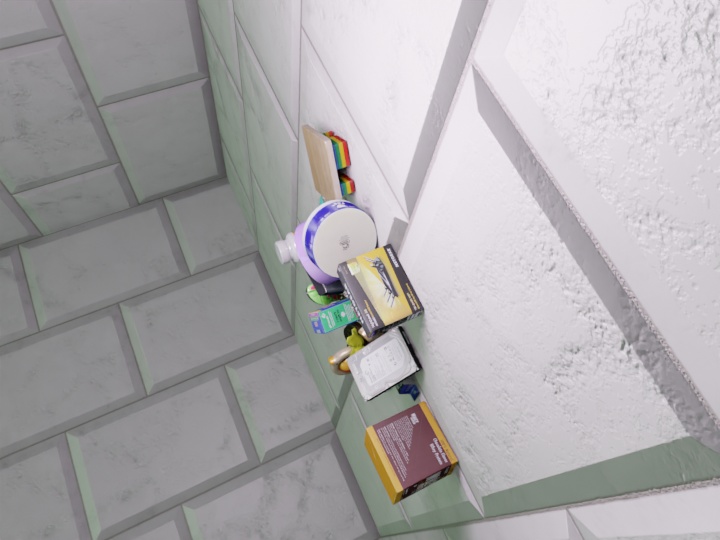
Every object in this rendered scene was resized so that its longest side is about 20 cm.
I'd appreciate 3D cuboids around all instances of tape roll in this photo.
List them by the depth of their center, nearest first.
[{"bbox_3d":[-0.112,-0.063,1.714,0.200,0.065,0.203,44,-147,-39],"label":"tape roll"}]

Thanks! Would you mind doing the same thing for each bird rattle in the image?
[{"bbox_3d":[-0.021,0.276,1.815,0.201,0.161,0.114,65,180,-62],"label":"bird rattle"}]

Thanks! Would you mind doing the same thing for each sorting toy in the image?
[{"bbox_3d":[-0.087,-0.306,1.635,0.199,0.069,0.203,-134,28,-55],"label":"sorting toy"}]

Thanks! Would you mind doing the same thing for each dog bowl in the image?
[{"bbox_3d":[-0.056,-0.087,1.566,0.079,0.197,0.203,39,146,55],"label":"dog bowl"}]

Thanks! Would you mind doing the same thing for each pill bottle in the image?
[{"bbox_3d":[-0.199,-0.094,2.020,0.112,0.197,0.112,57,160,35],"label":"pill bottle"}]

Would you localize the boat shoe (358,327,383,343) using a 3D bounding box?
[{"bbox_3d":[0.047,0.190,1.792,0.074,0.069,0.200,41,180,10],"label":"boat shoe"}]

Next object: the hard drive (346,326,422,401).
[{"bbox_3d":[0.065,0.270,1.643,0.038,0.199,0.141,10,-131,-60],"label":"hard drive"}]

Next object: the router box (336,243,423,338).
[{"bbox_3d":[0.048,0.050,1.466,0.202,0.155,0.052,63,163,19],"label":"router box"}]

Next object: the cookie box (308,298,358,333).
[{"bbox_3d":[-0.054,0.133,1.820,0.076,0.197,0.171,69,164,-1],"label":"cookie box"}]

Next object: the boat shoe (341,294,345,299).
[{"bbox_3d":[-0.043,0.088,1.958,0.072,0.071,0.203,145,105,-73],"label":"boat shoe"}]

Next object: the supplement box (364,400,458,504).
[{"bbox_3d":[0.142,0.528,1.656,0.199,0.197,0.134,59,161,30],"label":"supplement box"}]

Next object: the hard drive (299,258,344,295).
[{"bbox_3d":[-0.110,0.012,1.806,0.141,0.033,0.199,60,-163,11],"label":"hard drive"}]

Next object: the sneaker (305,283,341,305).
[{"bbox_3d":[-0.129,0.079,1.850,0.199,0.082,0.078,13,-111,-68],"label":"sneaker"}]

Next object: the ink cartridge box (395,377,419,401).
[{"bbox_3d":[0.117,0.310,1.768,0.202,0.039,0.100,62,161,24],"label":"ink cartridge box"}]

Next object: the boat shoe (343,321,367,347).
[{"bbox_3d":[-0.010,0.220,1.912,0.072,0.068,0.201,36,151,22],"label":"boat shoe"}]

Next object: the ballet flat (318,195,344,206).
[{"bbox_3d":[-0.078,-0.195,1.755,0.200,0.066,0.072,44,136,53],"label":"ballet flat"}]

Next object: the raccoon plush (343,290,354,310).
[{"bbox_3d":[0.028,0.114,1.646,0.097,0.132,0.203,45,151,52],"label":"raccoon plush"}]
